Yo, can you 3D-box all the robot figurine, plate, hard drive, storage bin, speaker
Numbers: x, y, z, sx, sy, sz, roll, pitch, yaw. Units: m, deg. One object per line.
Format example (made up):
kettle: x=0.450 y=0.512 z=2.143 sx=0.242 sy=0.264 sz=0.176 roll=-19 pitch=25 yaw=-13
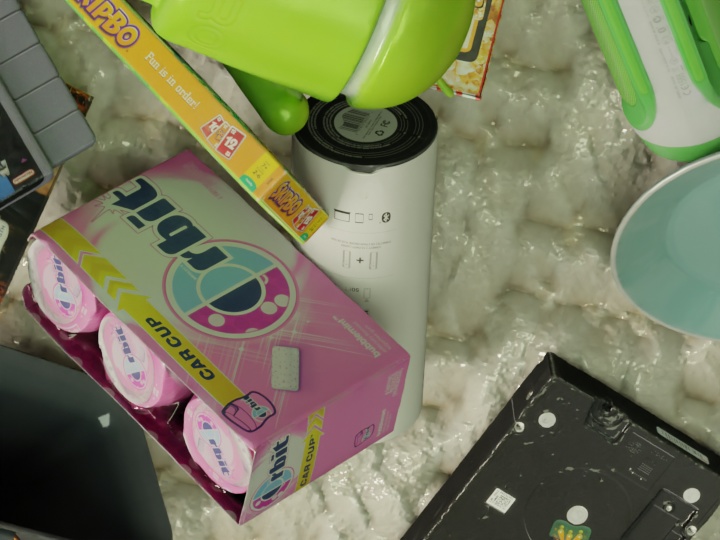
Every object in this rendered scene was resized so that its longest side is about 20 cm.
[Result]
robot figurine: x=-0.030 y=-0.153 z=1.327 sx=0.199 sy=0.116 sz=0.176 roll=19 pitch=121 yaw=-11
plate: x=0.239 y=-0.022 z=1.468 sx=0.198 sy=0.026 sz=0.201 roll=-1 pitch=146 yaw=0
hard drive: x=0.112 y=0.161 z=1.580 sx=0.139 sy=0.038 sz=0.201 roll=30 pitch=111 yaw=-15
storage bin: x=-0.223 y=0.139 z=1.478 sx=0.134 sy=0.146 sz=0.199 roll=-34 pitch=149 yaw=25
speaker: x=0.155 y=-0.155 z=1.384 sx=0.088 sy=0.089 sz=0.201 roll=-21 pitch=127 yaw=8
speaker: x=0.000 y=0.000 z=1.453 sx=0.080 sy=0.082 sz=0.201 roll=0 pitch=128 yaw=-2

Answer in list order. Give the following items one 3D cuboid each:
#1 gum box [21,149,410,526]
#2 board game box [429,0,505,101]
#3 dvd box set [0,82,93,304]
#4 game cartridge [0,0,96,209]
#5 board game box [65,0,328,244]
gum box: x=-0.083 y=0.029 z=1.411 sx=0.113 sy=0.200 sz=0.066 roll=-29 pitch=148 yaw=-33
board game box: x=0.015 y=-0.203 z=1.395 sx=0.150 sy=0.046 sz=0.201 roll=11 pitch=115 yaw=-7
dvd box set: x=-0.263 y=-0.074 z=1.417 sx=0.199 sy=0.029 sz=0.147 roll=27 pitch=75 yaw=-14
game cartridge: x=-0.253 y=-0.072 z=1.386 sx=0.199 sy=0.038 sz=0.130 roll=-32 pitch=90 yaw=-20
board game box: x=-0.099 y=-0.099 z=1.369 sx=0.030 sy=0.096 sz=0.200 roll=-46 pitch=72 yaw=-1
